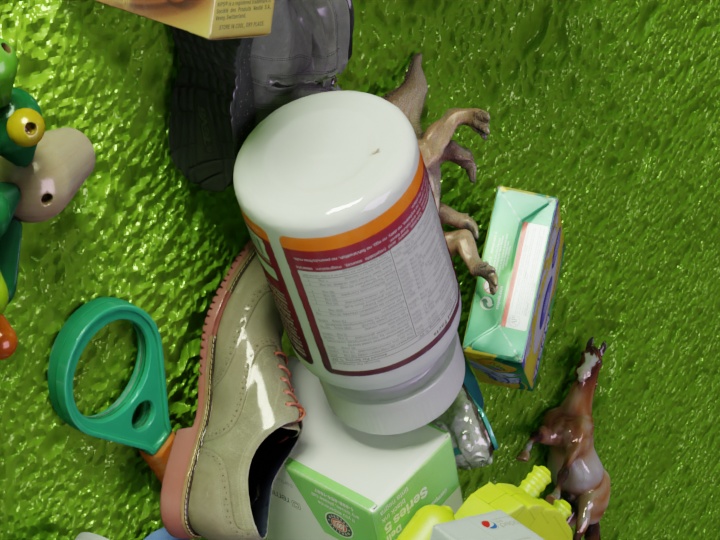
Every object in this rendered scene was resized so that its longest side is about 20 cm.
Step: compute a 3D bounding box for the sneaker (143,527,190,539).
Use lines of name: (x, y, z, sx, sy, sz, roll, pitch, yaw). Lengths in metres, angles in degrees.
sneaker: (-0.129, 0.267, 1.364, 0.070, 0.078, 0.201, 10, 100, -55)

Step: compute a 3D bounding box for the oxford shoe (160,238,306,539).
oxford shoe: (-0.061, 0.074, 1.341, 0.070, 0.074, 0.201, 33, 68, -62)

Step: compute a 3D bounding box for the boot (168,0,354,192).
boot: (-0.052, -0.152, 1.270, 0.130, 0.067, 0.201, -33, 140, -47)

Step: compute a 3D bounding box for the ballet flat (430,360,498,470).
ballet flat: (0.050, 0.092, 1.490, 0.200, 0.071, 0.072, -99, -158, -79)

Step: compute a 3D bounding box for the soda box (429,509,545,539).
soda box: (0.063, 0.252, 1.314, 0.063, 0.068, 0.201, -6, 118, -44)

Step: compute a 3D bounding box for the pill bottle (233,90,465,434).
pill bottle: (0.000, 0.000, 1.280, 0.110, 0.109, 0.201, -49, 143, -27)

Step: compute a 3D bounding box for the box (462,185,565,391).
box: (0.110, 0.019, 1.522, 0.200, 0.048, 0.118, 59, 43, -80)

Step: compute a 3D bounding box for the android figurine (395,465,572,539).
android figurine: (0.067, 0.215, 1.379, 0.200, 0.041, 0.182, -51, 140, -12)

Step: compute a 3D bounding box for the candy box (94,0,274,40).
candy box: (-0.091, -0.231, 1.115, 0.056, 0.116, 0.201, -12, 116, -51)

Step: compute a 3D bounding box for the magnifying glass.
magnifying glass: (-0.134, 0.091, 1.317, 0.080, 0.022, 0.200, -53, 141, -22)

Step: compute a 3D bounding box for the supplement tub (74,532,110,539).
supplement tub: (-0.173, 0.268, 1.244, 0.200, 0.145, 0.146, -54, 143, -21)

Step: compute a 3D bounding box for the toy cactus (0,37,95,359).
toy cactus: (-0.196, -0.034, 1.120, 0.165, 0.102, 0.201, -44, 140, -61)

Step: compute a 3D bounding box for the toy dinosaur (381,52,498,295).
toy dinosaur: (0.015, -0.045, 1.405, 0.086, 0.134, 0.202, 165, -77, -83)

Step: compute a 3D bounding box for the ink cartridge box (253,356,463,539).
ink cartridge box: (-0.005, 0.176, 1.427, 0.084, 0.145, 0.201, -41, 137, -31)

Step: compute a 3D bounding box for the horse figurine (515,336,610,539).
horse figurine: (0.171, 0.172, 1.746, 0.133, 0.050, 0.201, -55, 139, -49)
